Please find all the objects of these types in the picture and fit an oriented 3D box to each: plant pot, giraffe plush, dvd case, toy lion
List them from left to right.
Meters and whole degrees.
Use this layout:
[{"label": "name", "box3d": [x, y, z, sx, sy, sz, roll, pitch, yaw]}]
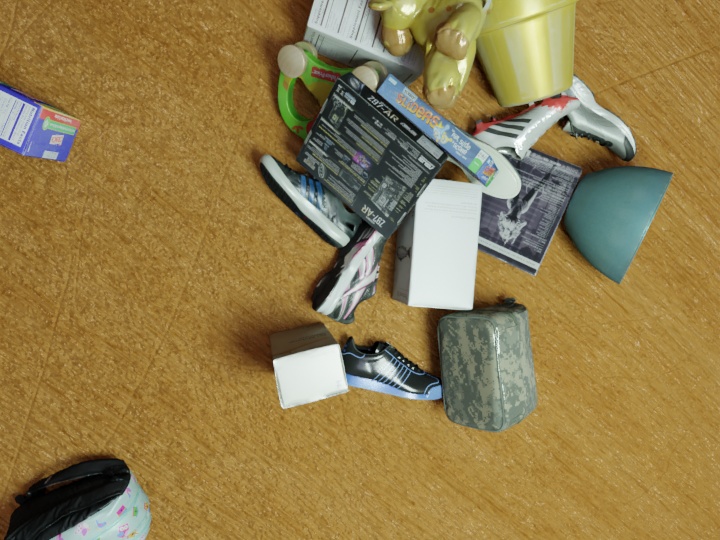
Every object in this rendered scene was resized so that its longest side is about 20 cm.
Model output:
[{"label": "toy lion", "box3d": [-0.044, -0.248, 0.970, 0.195, 0.069, 0.196, 19, 119, 10]}, {"label": "giraffe plush", "box3d": [0.093, -0.356, 0.866, 0.159, 0.172, 0.205, 23, 106, 9]}, {"label": "dvd case", "box3d": [0.282, -0.114, 1.057, 0.146, 0.016, 0.204, 25, 87, 18]}, {"label": "plant pot", "box3d": [0.272, -0.386, 0.993, 0.196, 0.201, 0.194, -21, 110, -9]}, {"label": "plant pot", "box3d": [0.437, -0.098, 1.050, 0.133, 0.200, 0.204, 27, 87, 23]}]

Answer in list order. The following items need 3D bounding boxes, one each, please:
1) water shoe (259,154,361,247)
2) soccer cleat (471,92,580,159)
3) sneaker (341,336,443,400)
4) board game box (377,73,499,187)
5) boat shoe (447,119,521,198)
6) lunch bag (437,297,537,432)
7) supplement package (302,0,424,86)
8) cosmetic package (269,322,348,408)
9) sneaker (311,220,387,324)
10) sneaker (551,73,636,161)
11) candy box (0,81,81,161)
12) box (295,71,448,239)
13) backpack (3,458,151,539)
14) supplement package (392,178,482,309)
[{"label": "water shoe", "box3d": [-0.082, -0.128, 0.994, 0.200, 0.071, 0.079, 45, 75, -16]}, {"label": "soccer cleat", "box3d": [0.288, -0.242, 1.040, 0.195, 0.069, 0.088, -18, 85, 8]}, {"label": "sneaker", "box3d": [0.059, 0.168, 1.031, 0.194, 0.070, 0.080, 12, 95, -12]}, {"label": "board game box", "box3d": [0.123, -0.212, 0.924, 0.199, 0.135, 0.035, 43, 103, 13]}, {"label": "boat shoe", "box3d": [0.194, -0.195, 1.009, 0.198, 0.061, 0.074, 37, 130, 19]}, {"label": "lunch bag", "box3d": [0.232, 0.160, 1.031, 0.165, 0.137, 0.207, -10, 95, -41]}, {"label": "supplement package", "box3d": [0.014, -0.395, 0.972, 0.195, 0.114, 0.113, 18, 90, -13]}, {"label": "cosmetic package", "box3d": [-0.087, 0.141, 0.934, 0.100, 0.200, 0.075, -12, 95, -10]}, {"label": "sneaker", "box3d": [0.000, 0.000, 1.019, 0.086, 0.080, 0.202, 37, 88, -29]}, {"label": "sneaker", "box3d": [0.416, -0.264, 1.088, 0.199, 0.074, 0.080, 40, 95, -4]}, {"label": "candy box", "box3d": [-0.524, -0.232, 0.843, 0.196, 0.169, 0.079, 26, 92, -12]}, {"label": "box", "box3d": [0.013, -0.173, 0.920, 0.199, 0.044, 0.161, 39, 128, 3]}, {"label": "backpack", "box3d": [-0.425, 0.383, 0.913, 0.196, 0.167, 0.130, -23, 117, -12]}, {"label": "supplement package", "box3d": [0.126, -0.043, 1.011, 0.114, 0.117, 0.207, 4, 91, -11]}]
